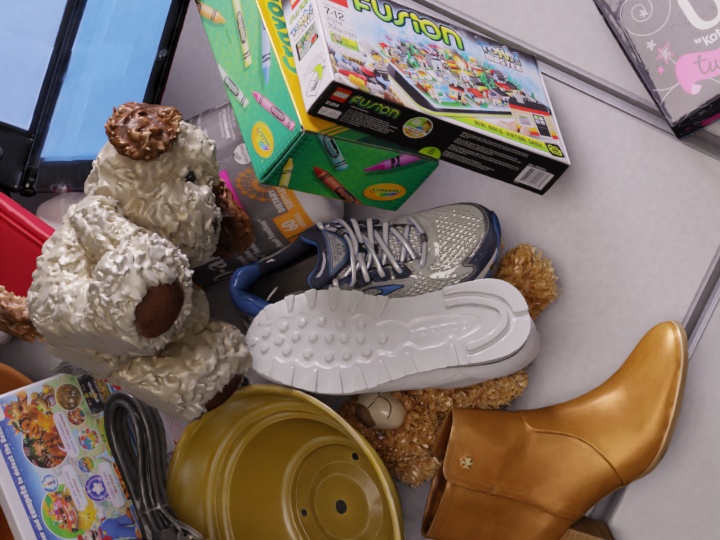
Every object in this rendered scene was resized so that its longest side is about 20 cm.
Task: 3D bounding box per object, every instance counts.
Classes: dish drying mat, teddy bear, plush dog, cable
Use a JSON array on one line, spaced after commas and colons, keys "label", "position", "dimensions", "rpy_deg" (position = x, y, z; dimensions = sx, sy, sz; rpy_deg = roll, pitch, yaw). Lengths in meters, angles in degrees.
[{"label": "dish drying mat", "position": [-0.214, 0.012, 1.602], "dimensions": [0.200, 0.018, 0.077], "rpy_deg": [35, 123, -2]}, {"label": "teddy bear", "position": [0.054, 0.052, 1.632], "dimensions": [0.200, 0.067, 0.145], "rpy_deg": [-40, 79, 7]}, {"label": "plush dog", "position": [-0.146, -0.019, 1.510], "dimensions": [0.160, 0.200, 0.172], "rpy_deg": [17, 71, 22]}, {"label": "cable", "position": [-0.128, 0.179, 1.594], "dimensions": [0.097, 0.050, 0.200], "rpy_deg": [-43, 65, 47]}]

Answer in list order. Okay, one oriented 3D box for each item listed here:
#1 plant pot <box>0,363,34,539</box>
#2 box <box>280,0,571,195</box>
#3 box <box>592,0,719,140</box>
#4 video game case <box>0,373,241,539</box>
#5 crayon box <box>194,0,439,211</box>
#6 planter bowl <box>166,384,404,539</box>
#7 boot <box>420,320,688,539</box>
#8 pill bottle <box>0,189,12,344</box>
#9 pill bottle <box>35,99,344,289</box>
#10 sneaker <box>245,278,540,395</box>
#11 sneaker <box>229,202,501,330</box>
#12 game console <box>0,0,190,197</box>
[{"label": "plant pot", "position": [-0.294, 0.181, 1.649], "dimensions": [0.140, 0.200, 0.200], "rpy_deg": [-27, 83, 27]}, {"label": "box", "position": [0.044, -0.126, 1.566], "dimensions": [0.035, 0.200, 0.110], "rpy_deg": [-48, 40, 35]}, {"label": "box", "position": [0.267, -0.195, 1.571], "dimensions": [0.200, 0.115, 0.132], "rpy_deg": [-32, 82, 10]}, {"label": "video game case", "position": [-0.163, 0.131, 1.637], "dimensions": [0.200, 0.018, 0.144], "rpy_deg": [-19, 83, -31]}, {"label": "crayon box", "position": [-0.035, -0.141, 1.587], "dimensions": [0.058, 0.119, 0.200], "rpy_deg": [-48, 48, 35]}, {"label": "planter bowl", "position": [-0.033, 0.170, 1.593], "dimensions": [0.200, 0.083, 0.201], "rpy_deg": [6, 101, 34]}, {"label": "boot", "position": [0.130, 0.111, 1.590], "dimensions": [0.144, 0.071, 0.202], "rpy_deg": [18, 100, -15]}, {"label": "pill bottle", "position": [-0.310, -0.044, 1.688], "dimensions": [0.110, 0.111, 0.201], "rpy_deg": [-2, 88, 12]}, {"label": "pill bottle", "position": [-0.121, -0.045, 1.646], "dimensions": [0.200, 0.116, 0.117], "rpy_deg": [-25, 84, 10]}, {"label": "sneaker", "position": [0.021, 0.055, 1.568], "dimensions": [0.199, 0.081, 0.077], "rpy_deg": [-2, 72, 10]}, {"label": "sneaker", "position": [0.000, 0.000, 1.595], "dimensions": [0.200, 0.085, 0.077], "rpy_deg": [-22, 62, 15]}, {"label": "game console", "position": [-0.222, -0.163, 1.611], "dimensions": [0.172, 0.119, 0.201], "rpy_deg": [19, 75, -14]}]
